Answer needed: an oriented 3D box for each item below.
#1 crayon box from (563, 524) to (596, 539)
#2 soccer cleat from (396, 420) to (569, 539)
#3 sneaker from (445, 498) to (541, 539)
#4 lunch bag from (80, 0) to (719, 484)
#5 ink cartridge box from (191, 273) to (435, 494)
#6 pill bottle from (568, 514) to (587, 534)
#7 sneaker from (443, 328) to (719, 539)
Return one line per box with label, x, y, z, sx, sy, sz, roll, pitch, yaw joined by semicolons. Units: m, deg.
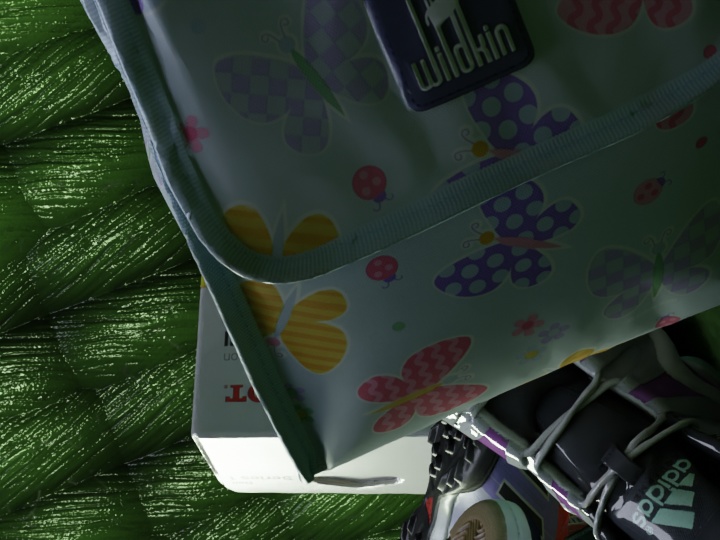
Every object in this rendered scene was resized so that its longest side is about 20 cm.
crayon box;0.132;0.182;0.905;0.127;0.051;0.200;59;171;20
soccer cleat;0.064;0.099;0.929;0.068;0.073;0.201;-98;19;-55
sneaker;0.082;0.190;0.876;0.070;0.108;0.202;-133;46;-69
lunch bag;0.021;-0.055;0.587;0.201;0.168;0.128;72;175;-48
ink cartridge box;0.000;0.000;1.028;0.084;0.143;0.202;70;-159;-67
pill bottle;0.131;0.203;1.151;0.200;0.111;0.113;-121;10;-84
sneaker;0.084;0.056;0.700;0.199;0.078;0.140;27;-165;-28
